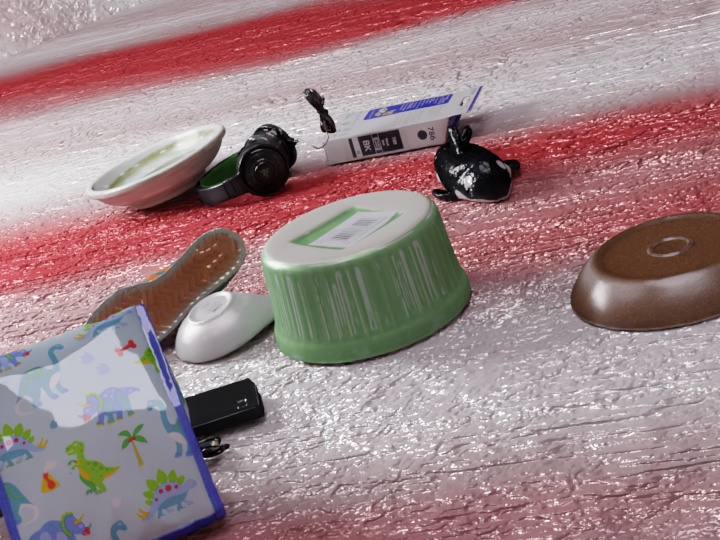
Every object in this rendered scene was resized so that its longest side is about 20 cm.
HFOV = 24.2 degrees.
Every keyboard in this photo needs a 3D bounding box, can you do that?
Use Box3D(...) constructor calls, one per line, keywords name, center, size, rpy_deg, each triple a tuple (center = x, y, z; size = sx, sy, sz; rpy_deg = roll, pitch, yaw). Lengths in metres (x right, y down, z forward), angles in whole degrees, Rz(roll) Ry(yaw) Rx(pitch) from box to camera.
Box3D(name="keyboard", center=(-0.181, 0.153, 1.500), size=(0.199, 0.021, 0.127), rpy_deg=(-19, 20, -1))

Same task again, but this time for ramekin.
Box3D(name="ramekin", center=(0.000, 0.000, 1.628), size=(0.199, 0.098, 0.200), rpy_deg=(-15, 21, 6))

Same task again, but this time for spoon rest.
Box3D(name="spoon rest", center=(-0.107, 0.031, 1.715), size=(0.200, 0.061, 0.099), rpy_deg=(-43, 29, -24))

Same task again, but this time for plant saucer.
Box3D(name="plant saucer", center=(-0.259, -0.126, 2.187), size=(0.199, 0.050, 0.200), rpy_deg=(-22, 17, 7))
Box3D(name="plant saucer", center=(0.284, -0.008, 1.523), size=(0.199, 0.037, 0.201), rpy_deg=(-16, 21, 6))

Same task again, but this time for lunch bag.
Box3D(name="lunch bag", center=(-0.217, 0.154, 1.380), size=(0.169, 0.128, 0.200), rpy_deg=(-22, 51, -8))

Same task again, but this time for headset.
Box3D(name="headset", center=(-0.123, -0.152, 2.107), size=(0.199, 0.094, 0.124), rpy_deg=(-23, 19, 17))

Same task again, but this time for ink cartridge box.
Box3D(name="ink cartridge box", center=(0.058, -0.183, 2.126), size=(0.199, 0.039, 0.100), rpy_deg=(-10, 22, 21))

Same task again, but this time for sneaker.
Box3D(name="sneaker", center=(-0.203, 0.035, 1.756), size=(0.200, 0.071, 0.080), rpy_deg=(-35, -9, -14))

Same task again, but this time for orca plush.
Box3D(name="orca plush", center=(0.124, -0.138, 1.916), size=(0.105, 0.071, 0.200), rpy_deg=(-14, 21, 7))
